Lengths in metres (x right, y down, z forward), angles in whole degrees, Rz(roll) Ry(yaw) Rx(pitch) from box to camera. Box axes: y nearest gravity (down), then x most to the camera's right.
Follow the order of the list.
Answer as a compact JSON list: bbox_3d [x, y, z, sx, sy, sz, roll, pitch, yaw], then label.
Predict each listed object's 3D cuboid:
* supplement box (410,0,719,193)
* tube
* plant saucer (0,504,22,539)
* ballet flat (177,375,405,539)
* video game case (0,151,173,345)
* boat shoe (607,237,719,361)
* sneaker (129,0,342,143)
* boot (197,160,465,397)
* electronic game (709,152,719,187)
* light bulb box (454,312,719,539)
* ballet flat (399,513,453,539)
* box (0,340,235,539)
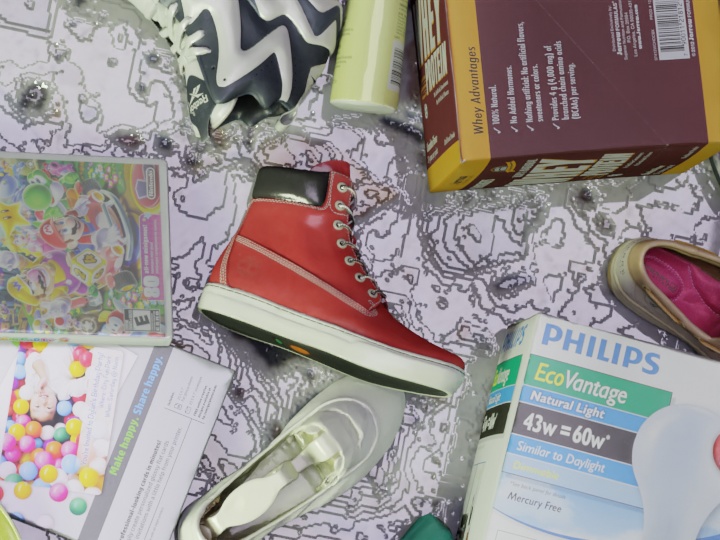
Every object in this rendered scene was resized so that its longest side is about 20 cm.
[{"bbox_3d":[0.148,-0.169,1.697,0.200,0.133,0.198,-4,84,-9],"label":"supplement box"},{"bbox_3d":[0.014,-0.217,1.720,0.052,0.058,0.200,12,85,-48],"label":"tube"},{"bbox_3d":[-0.326,0.219,1.612,0.200,0.031,0.200,0,97,-3],"label":"plant saucer"},{"bbox_3d":[-0.044,0.142,1.663,0.200,0.069,0.069,-37,89,-11],"label":"ballet flat"},{"bbox_3d":[-0.234,-0.017,1.651,0.200,0.018,0.143,2,66,-14],"label":"video game case"},{"bbox_3d":[0.278,0.036,1.720,0.200,0.069,0.074,26,80,-4],"label":"boat shoe"},{"bbox_3d":[-0.122,-0.162,1.684,0.199,0.079,0.130,21,71,-15],"label":"sneaker"},{"bbox_3d":[0.000,0.000,1.673,0.200,0.072,0.144,22,77,11],"label":"boot"},{"bbox_3d":[0.358,-0.107,1.765,0.200,0.042,0.200,1,83,-8],"label":"electronic game"},{"bbox_3d":[0.183,0.152,1.664,0.198,0.125,0.200,14,82,-6],"label":"light bulb box"},{"bbox_3d":[0.014,0.266,1.648,0.070,0.067,0.200,19,81,-35],"label":"ballet flat"},{"bbox_3d":[-0.209,0.107,1.657,0.200,0.041,0.156,22,80,-4],"label":"box"}]
